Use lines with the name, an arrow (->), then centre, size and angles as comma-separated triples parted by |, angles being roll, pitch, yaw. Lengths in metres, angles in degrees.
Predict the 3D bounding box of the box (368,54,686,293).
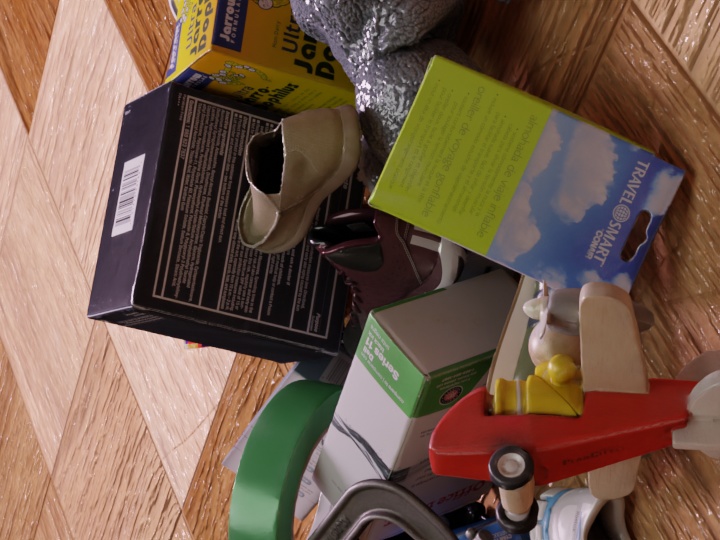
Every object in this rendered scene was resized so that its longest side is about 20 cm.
box -> 0.121, -0.062, 1.421 | 0.048, 0.200, 0.122 | -26, -39, -80

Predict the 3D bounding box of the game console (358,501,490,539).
game console -> 0.064, 0.305, 1.652 | 0.116, 0.175, 0.201 | -77, -7, -73

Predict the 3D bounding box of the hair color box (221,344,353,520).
hair color box -> -0.046, 0.149, 1.841 | 0.099, 0.061, 0.200 | 36, 141, -1

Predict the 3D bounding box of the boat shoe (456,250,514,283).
boat shoe -> 0.078, 0.033, 1.650 | 0.062, 0.072, 0.200 | -92, 24, -47

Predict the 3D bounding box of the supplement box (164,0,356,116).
supplement box -> -0.052, -0.196, 1.682 | 0.109, 0.199, 0.109 | -26, 54, 61

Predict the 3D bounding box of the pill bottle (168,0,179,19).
pill bottle -> -0.103, -0.297, 1.883 | 0.200, 0.112, 0.112 | -31, 66, 59

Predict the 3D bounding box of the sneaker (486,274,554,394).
sneaker -> 0.163, 0.022, 1.477 | 0.067, 0.090, 0.201 | 65, -136, -78

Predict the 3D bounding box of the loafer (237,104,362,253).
loafer -> -0.063, -0.077, 1.567 | 0.200, 0.068, 0.076 | 131, 140, -54

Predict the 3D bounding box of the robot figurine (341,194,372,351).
robot figurine -> 0.005, -0.003, 1.777 | 0.200, 0.058, 0.145 | -20, 76, 61

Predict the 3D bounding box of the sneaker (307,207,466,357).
sneaker -> 0.000, 0.000, 1.609 | 0.200, 0.115, 0.076 | 130, 153, -50

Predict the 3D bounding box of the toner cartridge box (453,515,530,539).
toner cartridge box -> 0.076, 0.263, 1.595 | 0.200, 0.043, 0.095 | -26, 87, 37

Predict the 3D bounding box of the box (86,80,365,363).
box -> -0.114, -0.036, 1.710 | 0.123, 0.198, 0.201 | -13, 65, 62

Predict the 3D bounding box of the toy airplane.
toy airplane -> 0.166, 0.085, 1.355 | 0.200, 0.199, 0.141 | -47, 44, 32

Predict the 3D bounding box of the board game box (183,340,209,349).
board game box -> -0.101, -0.030, 1.875 | 0.046, 0.151, 0.201 | -8, 87, 62

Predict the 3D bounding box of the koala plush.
koala plush -> 0.038, -0.162, 1.548 | 0.177, 0.183, 0.201 | -32, 63, 60

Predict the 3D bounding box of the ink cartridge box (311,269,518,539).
ink cartridge box -> 0.058, 0.111, 1.581 | 0.083, 0.146, 0.200 | 48, 137, 30

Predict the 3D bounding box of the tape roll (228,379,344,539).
tape roll -> -0.044, 0.195, 1.681 | 0.048, 0.200, 0.201 | 9, 104, 26

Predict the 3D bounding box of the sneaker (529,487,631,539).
sneaker -> 0.182, 0.256, 1.466 | 0.087, 0.075, 0.201 | -26, 71, 54

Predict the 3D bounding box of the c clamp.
c clamp -> 0.035, 0.250, 1.559 | 0.171, 0.027, 0.200 | 43, 128, 0
